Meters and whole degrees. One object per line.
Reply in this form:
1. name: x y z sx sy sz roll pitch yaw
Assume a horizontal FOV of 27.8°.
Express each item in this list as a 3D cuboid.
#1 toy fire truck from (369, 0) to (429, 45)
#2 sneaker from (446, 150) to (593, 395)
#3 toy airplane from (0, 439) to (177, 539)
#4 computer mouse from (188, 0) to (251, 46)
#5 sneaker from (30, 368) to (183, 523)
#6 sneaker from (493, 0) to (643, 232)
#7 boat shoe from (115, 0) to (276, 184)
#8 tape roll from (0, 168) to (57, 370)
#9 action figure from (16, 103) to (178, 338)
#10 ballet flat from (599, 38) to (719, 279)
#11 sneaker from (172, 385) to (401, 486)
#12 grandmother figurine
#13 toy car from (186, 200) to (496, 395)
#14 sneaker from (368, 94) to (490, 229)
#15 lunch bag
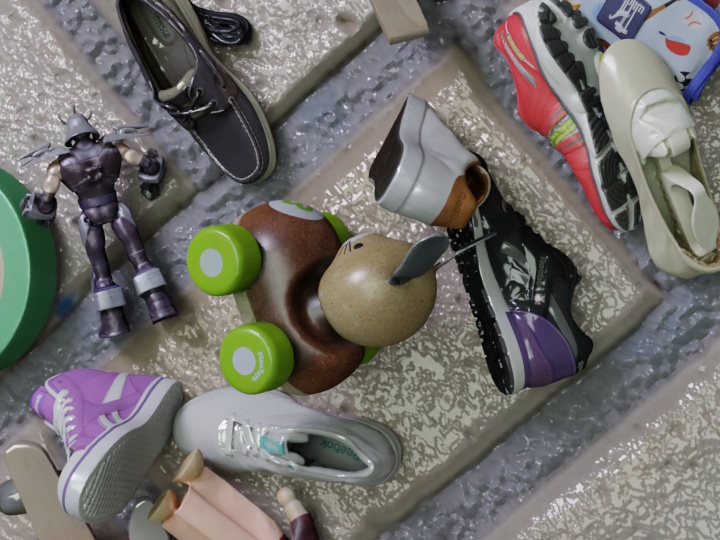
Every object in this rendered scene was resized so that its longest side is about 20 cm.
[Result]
1. toy fire truck: 0.050 -0.294 1.182 0.175 0.129 0.201 -13 98 12
2. sneaker: 0.130 -0.004 1.188 0.087 0.076 0.201 -13 82 -11
3. toy airplane: -0.246 0.263 1.241 0.199 0.141 0.201 22 83 -24
4. computer mouse: -0.130 -0.300 1.257 0.109 0.044 0.201 15 98 18
5. sneaker: -0.231 0.139 1.196 0.114 0.200 0.073 12 109 8
6. sneaker: 0.172 -0.123 1.174 0.085 0.077 0.200 -14 104 54
7. boat shoe: -0.145 -0.156 1.228 0.072 0.065 0.200 -26 97 29
8. tape roll: -0.369 -0.001 1.294 0.200 0.048 0.201 1 93 19
9. action figure: -0.222 -0.045 1.250 0.130 0.069 0.201 -16 96 -5
10. ballet flat: 0.240 -0.083 1.121 0.069 0.070 0.200 -18 110 12
11. sneaker: -0.069 0.140 1.212 0.199 0.088 0.076 6 92 13
12. grandmother figurine: -0.080 0.240 1.205 0.200 0.061 0.121 36 85 -7
13. toy car: 0.000 0.000 1.131 0.200 0.164 0.158 -22 84 31
14. sneaker: 0.056 -0.078 1.146 0.084 0.200 0.073 24 112 -9
15. lunch bag: 0.246 -0.252 1.130 0.170 0.124 0.200 38 114 10
